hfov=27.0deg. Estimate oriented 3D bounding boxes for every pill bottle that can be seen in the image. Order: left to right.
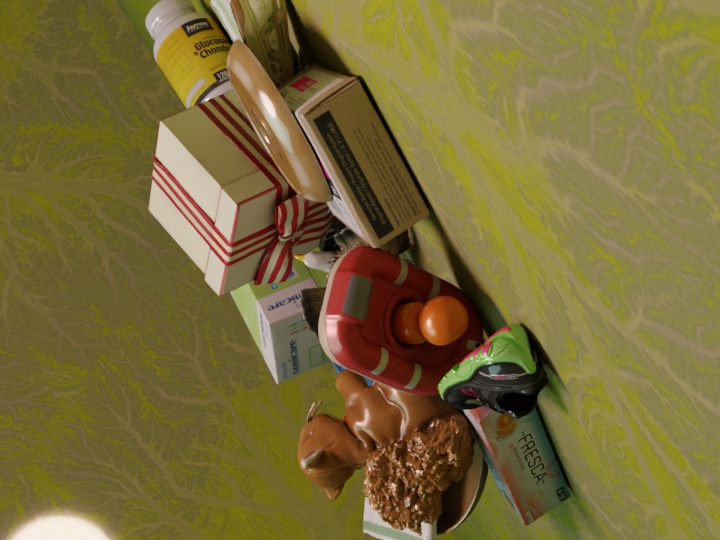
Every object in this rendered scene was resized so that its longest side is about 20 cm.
[{"bbox_3d":[-0.246,-0.319,2.278,0.201,0.111,0.112,56,173,20],"label":"pill bottle"}]

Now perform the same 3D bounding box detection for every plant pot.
[{"bbox_3d":[-0.094,-0.155,1.618,0.201,0.027,0.200,59,174,9],"label":"plant pot"},{"bbox_3d":[0.100,0.219,1.829,0.199,0.027,0.203,-14,74,58],"label":"plant pot"}]

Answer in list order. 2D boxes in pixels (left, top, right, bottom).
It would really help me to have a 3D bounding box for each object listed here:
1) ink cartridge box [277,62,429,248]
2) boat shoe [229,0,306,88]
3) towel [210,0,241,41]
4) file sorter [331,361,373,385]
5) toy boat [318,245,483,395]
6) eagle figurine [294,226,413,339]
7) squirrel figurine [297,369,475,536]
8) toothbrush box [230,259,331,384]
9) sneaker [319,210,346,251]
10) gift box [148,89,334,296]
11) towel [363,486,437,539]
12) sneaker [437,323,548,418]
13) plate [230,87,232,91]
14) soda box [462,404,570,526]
[{"bbox_3d":[-0.017,-0.127,1.610,0.166,0.075,0.200,59,175,-17],"label":"ink cartridge box"},{"bbox_3d":[-0.089,-0.237,1.695,0.201,0.062,0.074,66,-179,-57],"label":"boat shoe"},{"bbox_3d":[-0.124,-0.285,1.864,0.150,0.031,0.200,58,172,-15],"label":"towel"},{"bbox_3d":[0.057,0.134,1.984,0.201,0.138,0.123,58,171,0],"label":"file sorter"},{"bbox_3d":[0.061,0.055,1.569,0.199,0.132,0.130,25,161,-39],"label":"toy boat"},{"bbox_3d":[-0.007,0.001,1.781,0.200,0.149,0.153,-119,9,-76],"label":"eagle figurine"},{"bbox_3d":[0.024,0.196,1.691,0.201,0.186,0.142,55,176,34],"label":"squirrel figurine"},{"bbox_3d":[-0.118,0.022,1.970,0.146,0.085,0.201,87,158,-54],"label":"toothbrush box"},{"bbox_3d":[-0.036,-0.064,2.041,0.091,0.078,0.200,62,173,12],"label":"sneaker"},{"bbox_3d":[-0.125,-0.105,1.816,0.187,0.199,0.186,47,149,25],"label":"gift box"},{"bbox_3d":[0.059,0.237,1.848,0.149,0.030,0.203,6,91,57],"label":"towel"},{"bbox_3d":[0.135,0.118,1.517,0.084,0.076,0.200,53,165,6],"label":"sneaker"},{"bbox_3d":[-0.162,-0.198,2.047,0.025,0.202,0.200,18,167,5],"label":"plate"},{"bbox_3d":[0.172,0.195,1.684,0.064,0.068,0.201,51,170,48],"label":"soda box"}]
